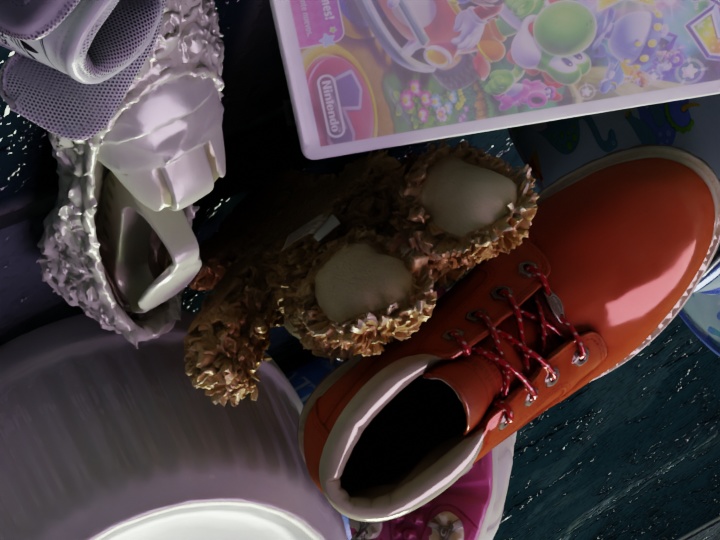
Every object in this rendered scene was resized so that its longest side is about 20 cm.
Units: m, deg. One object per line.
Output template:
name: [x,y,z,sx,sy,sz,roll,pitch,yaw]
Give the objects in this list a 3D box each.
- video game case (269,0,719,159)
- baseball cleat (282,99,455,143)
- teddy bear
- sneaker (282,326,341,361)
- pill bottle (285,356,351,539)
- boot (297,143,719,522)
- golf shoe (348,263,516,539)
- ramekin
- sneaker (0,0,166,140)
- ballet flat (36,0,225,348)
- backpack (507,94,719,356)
video game case: [0.067,-0.114,0.767,0.200,0.018,0.143,-9,125,3]
baseball cleat: [0.047,-0.085,0.872,0.106,0.070,0.200,-14,170,-41]
teddy bear: [0.000,0.000,0.911,0.200,0.067,0.145,-18,-152,55]
sneaker: [0.020,0.018,1.094,0.071,0.083,0.200,-49,157,20]
pill bottle: [-0.041,0.118,1.169,0.200,0.112,0.112,-30,158,-18]
boot: [0.062,0.027,0.896,0.200,0.075,0.107,-40,-178,4]
golf shoe: [0.050,0.058,1.012,0.091,0.075,0.200,4,97,-52]
ramekin: [-0.099,0.125,1.000,0.200,0.105,0.200,-14,129,-18]
sneaker: [-0.129,-0.078,0.612,0.200,0.115,0.075,-33,159,-9]
ballet flat: [-0.076,-0.037,0.852,0.072,0.072,0.200,-27,157,-23]
backpack: [0.170,-0.059,0.999,0.147,0.200,0.183,-18,153,-40]
